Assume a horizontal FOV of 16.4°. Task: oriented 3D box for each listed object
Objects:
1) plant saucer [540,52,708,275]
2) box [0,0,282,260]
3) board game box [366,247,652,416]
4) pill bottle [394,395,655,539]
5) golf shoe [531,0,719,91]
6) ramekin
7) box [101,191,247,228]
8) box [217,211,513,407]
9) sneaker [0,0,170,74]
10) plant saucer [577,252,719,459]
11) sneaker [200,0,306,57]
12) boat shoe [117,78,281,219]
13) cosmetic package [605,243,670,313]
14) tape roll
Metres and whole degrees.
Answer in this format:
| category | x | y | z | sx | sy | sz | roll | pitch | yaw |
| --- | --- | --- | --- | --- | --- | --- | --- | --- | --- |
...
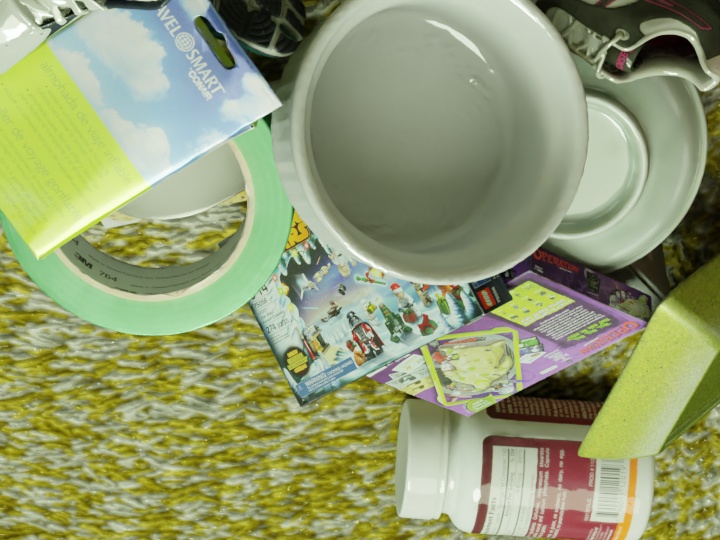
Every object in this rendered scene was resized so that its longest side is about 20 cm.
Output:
| category | x | y | z | sx | sy | sz | roll | pitch | yaw |
| --- | --- | --- | --- | --- | --- | --- | --- | --- | --- |
| plant saucer | 0.143 | -0.079 | 1.723 | 0.199 | 0.050 | 0.201 | -1 | 112 | -2 |
| box | -0.160 | -0.108 | 1.606 | 0.199 | 0.048 | 0.122 | -31 | 108 | 17 |
| board game box | 0.099 | 0.046 | 1.806 | 0.120 | 0.032 | 0.200 | 27 | 142 | -30 |
| pill bottle | 0.132 | 0.159 | 2.033 | 0.199 | 0.115 | 0.114 | 5 | 141 | -5 |
| golf shoe | 0.152 | -0.174 | 1.648 | 0.199 | 0.088 | 0.077 | 7 | 142 | -6 |
| ramekin | 0.038 | -0.091 | 1.617 | 0.200 | 0.202 | 0.098 | 16 | 175 | -18 |
| box | -0.100 | -0.074 | 1.809 | 0.199 | 0.039 | 0.042 | -10 | 142 | 13 |
| box | 0.000 | 0.000 | 1.770 | 0.200 | 0.137 | 0.040 | -30 | 177 | 42 |
| sneaker | -0.176 | -0.179 | 1.515 | 0.199 | 0.130 | 0.080 | -39 | 117 | -8 |
| plant saucer | 0.265 | 0.049 | 1.846 | 0.048 | 0.200 | 0.200 | 43 | 142 | 18 |
| sneaker | -0.128 | -0.195 | 1.651 | 0.199 | 0.078 | 0.080 | 24 | 150 | -16 |
| boat shoe | -0.085 | -0.093 | 1.740 | 0.199 | 0.069 | 0.072 | -29 | 92 | 2 |
| cosmetic package | 0.119 | 0.008 | 1.871 | 0.199 | 0.091 | 0.107 | -27 | 136 | 25 |
| tape roll | -0.142 | -0.056 | 1.680 | 0.199 | 0.048 | 0.201 | 1 | 114 | 3 |
